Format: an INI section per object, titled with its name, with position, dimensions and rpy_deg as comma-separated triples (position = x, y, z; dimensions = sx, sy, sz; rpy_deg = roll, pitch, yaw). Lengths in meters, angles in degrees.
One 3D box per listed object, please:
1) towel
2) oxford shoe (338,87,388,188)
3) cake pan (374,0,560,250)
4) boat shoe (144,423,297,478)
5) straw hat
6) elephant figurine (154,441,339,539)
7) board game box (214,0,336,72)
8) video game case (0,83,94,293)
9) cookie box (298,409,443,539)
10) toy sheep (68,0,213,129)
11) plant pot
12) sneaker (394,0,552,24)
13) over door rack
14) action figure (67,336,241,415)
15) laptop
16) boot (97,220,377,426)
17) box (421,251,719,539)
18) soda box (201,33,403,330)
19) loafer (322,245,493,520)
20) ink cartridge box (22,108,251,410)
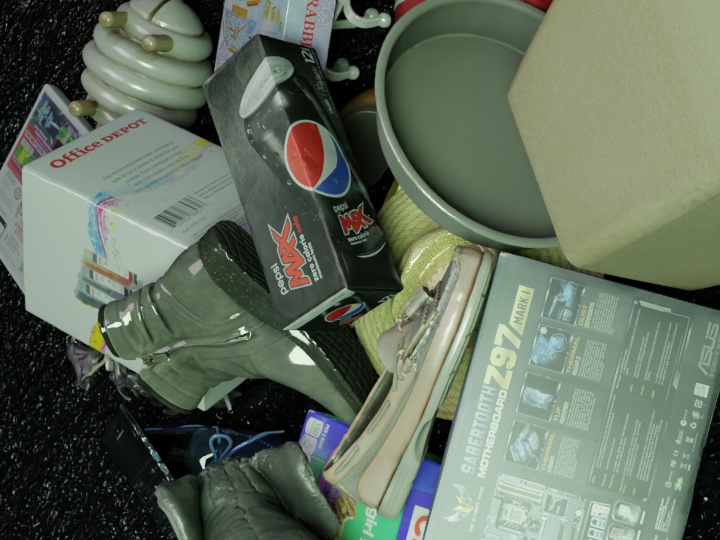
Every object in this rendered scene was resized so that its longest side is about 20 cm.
[towel]
position = 0.000, 0.000, 1.027
dimensions = 0.086, 0.018, 0.202
rpy_deg = -114, 48, -79
[oxford shoe]
position = -0.031, -0.075, 1.089
dimensions = 0.200, 0.071, 0.072
rpy_deg = -44, 21, 30
[cake pan]
position = 0.097, -0.100, 0.893
dimensions = 0.037, 0.198, 0.202
rpy_deg = 131, 135, -58
[boat shoe]
position = -0.125, 0.171, 1.091
dimensions = 0.199, 0.068, 0.085
rpy_deg = -6, 75, 41
[straw hat]
position = 0.066, 0.009, 0.909
dimensions = 0.199, 0.085, 0.204
rpy_deg = -1, 86, 23
[elephant figurine]
position = -0.081, 0.183, 0.893
dimensions = 0.155, 0.141, 0.201
rpy_deg = -48, 55, 29
[board game box]
position = -0.069, -0.223, 1.054
dimensions = 0.200, 0.041, 0.202
rpy_deg = -147, 65, -66
[video game case]
position = -0.333, -0.077, 1.381
dimensions = 0.200, 0.023, 0.183
rpy_deg = 45, 109, 41
[cookie box]
position = 0.025, 0.215, 0.938
dimensions = 0.199, 0.075, 0.173
rpy_deg = 16, 88, 43
[toy sheep]
position = -0.201, -0.191, 1.215
dimensions = 0.138, 0.137, 0.201
rpy_deg = 46, 116, 40
[plant pot]
position = 0.209, -0.094, 0.786
dimensions = 0.177, 0.198, 0.202
rpy_deg = -41, 54, 38
[sneaker]
position = 0.098, -0.180, 0.982
dimensions = 0.199, 0.071, 0.114
rpy_deg = -7, 70, 49
[over door rack]
position = -0.017, -0.239, 1.076
dimensions = 0.148, 0.066, 0.202
rpy_deg = 128, 143, -52
[action figure]
position = -0.180, 0.071, 1.140
dimensions = 0.199, 0.118, 0.103
rpy_deg = 5, 88, 49
[laptop]
position = -0.186, 0.232, 1.050
dimensions = 0.201, 0.103, 0.177
rpy_deg = 56, 157, 4
[boot]
position = -0.085, 0.065, 0.938
dimensions = 0.130, 0.200, 0.068
rpy_deg = -36, 21, 21
[box]
position = 0.137, 0.104, 0.824
dimensions = 0.156, 0.051, 0.202
rpy_deg = 15, 84, 6
[soda box]
position = -0.043, -0.061, 0.905
dimensions = 0.071, 0.063, 0.202
rpy_deg = -33, 68, 34
[loafer]
position = 0.029, 0.071, 0.848
dimensions = 0.062, 0.072, 0.202
rpy_deg = 21, 111, 4
[ink cartridge box]
position = -0.156, -0.015, 1.049
dimensions = 0.199, 0.145, 0.146
rpy_deg = 26, 127, 22
